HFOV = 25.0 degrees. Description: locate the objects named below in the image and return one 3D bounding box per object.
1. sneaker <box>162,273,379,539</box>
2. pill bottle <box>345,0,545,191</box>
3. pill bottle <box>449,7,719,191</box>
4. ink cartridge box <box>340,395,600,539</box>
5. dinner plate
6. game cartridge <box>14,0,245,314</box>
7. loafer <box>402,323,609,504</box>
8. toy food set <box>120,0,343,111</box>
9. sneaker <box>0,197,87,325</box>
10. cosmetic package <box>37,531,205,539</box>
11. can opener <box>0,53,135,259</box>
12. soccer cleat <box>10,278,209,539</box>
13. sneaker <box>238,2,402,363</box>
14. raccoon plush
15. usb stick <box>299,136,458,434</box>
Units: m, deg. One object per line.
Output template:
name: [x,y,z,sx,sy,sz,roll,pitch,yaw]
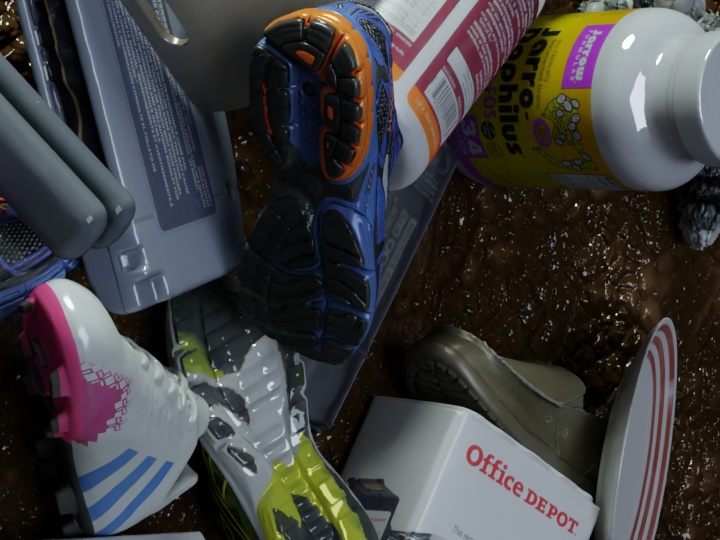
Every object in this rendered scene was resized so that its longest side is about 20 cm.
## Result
sneaker: [-0.064,0.099,0.882,0.074,0.084,0.202,-21,86,-33]
pill bottle: [0.039,-0.151,0.923,0.201,0.109,0.110,-53,124,-24]
pill bottle: [0.142,-0.100,0.957,0.103,0.199,0.106,-4,95,-40]
ink cartridge box: [0.040,0.196,0.968,0.144,0.084,0.202,36,71,-37]
dinner plate: [0.182,0.130,1.083,0.200,0.024,0.203,8,90,-72]
game cartridge: [-0.111,-0.088,0.801,0.133,0.040,0.203,-24,102,-65]
loafer: [0.095,0.082,1.019,0.200,0.075,0.068,45,64,-45]
toy food set: [-0.051,-0.198,0.802,0.201,0.060,0.144,-57,138,-22]
sneaker: [-0.199,-0.005,0.753,0.200,0.075,0.079,-38,113,-34]
cosmetic package: [-0.149,0.191,0.774,0.198,0.108,0.085,5,125,-39]
can opener: [-0.173,-0.093,0.724,0.201,0.066,0.053,51,26,6]
soccer cleat: [-0.115,0.059,0.777,0.085,0.070,0.201,-19,151,-18]
sneaker: [-0.010,-0.041,0.806,0.078,0.075,0.202,-46,150,-51]
raccoon plush: [0.202,-0.112,1.111,0.097,0.133,0.202,-38,150,-49]
usb stick: [0.000,0.000,0.953,0.055,0.032,0.202,36,70,-29]
